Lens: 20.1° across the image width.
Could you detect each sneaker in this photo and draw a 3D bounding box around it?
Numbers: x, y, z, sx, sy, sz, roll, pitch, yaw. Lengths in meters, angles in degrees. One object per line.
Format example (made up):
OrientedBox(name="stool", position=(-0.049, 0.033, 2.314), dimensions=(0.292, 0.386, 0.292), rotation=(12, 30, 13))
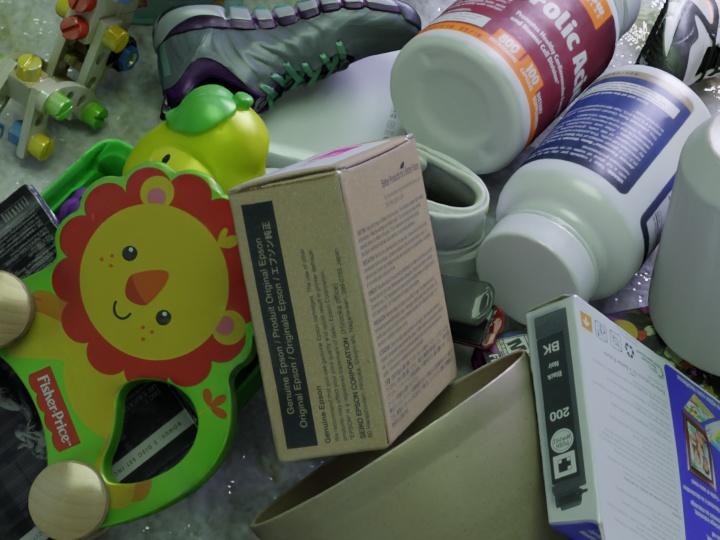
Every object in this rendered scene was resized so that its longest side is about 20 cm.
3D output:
OrientedBox(name="sneaker", position=(-0.004, -0.056, 1.426), dimensions=(0.199, 0.116, 0.074), rotation=(15, 55, 6))
OrientedBox(name="sneaker", position=(0.262, -0.179, 1.550), dimensions=(0.080, 0.074, 0.200), rotation=(29, 33, 5))
OrientedBox(name="sneaker", position=(-0.052, -0.148, 1.494), dimensions=(0.199, 0.074, 0.088), rotation=(-4, 67, 1))

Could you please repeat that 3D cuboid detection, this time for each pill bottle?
OrientedBox(name="pill bottle", position=(0.164, -0.049, 1.433), dimensions=(0.111, 0.111, 0.200), rotation=(30, 49, 15))
OrientedBox(name="pill bottle", position=(0.120, -0.166, 1.495), dimensions=(0.114, 0.114, 0.200), rotation=(32, 49, 16))

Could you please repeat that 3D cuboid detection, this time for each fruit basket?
OrientedBox(name="fruit basket", position=(-0.123, -0.016, 1.327), dimensions=(0.215, 0.216, 0.156), rotation=(32, 56, 16))

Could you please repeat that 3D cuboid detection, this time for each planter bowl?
OrientedBox(name="planter bowl", position=(0.050, 0.158, 1.242), dimensions=(0.200, 0.200, 0.135), rotation=(-31, 90, -27))

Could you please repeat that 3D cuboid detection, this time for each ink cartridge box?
OrientedBox(name="ink cartridge box", position=(-0.006, 0.012, 1.243), dimensions=(0.075, 0.166, 0.200), rotation=(-10, 6, 16))
OrientedBox(name="ink cartridge box", position=(0.177, 0.141, 1.229), dimensions=(0.043, 0.198, 0.201), rotation=(-26, 49, 29))

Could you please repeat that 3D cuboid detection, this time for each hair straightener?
OrientedBox(name="hair straightener", position=(0.000, 0.000, 1.388), dimensions=(0.199, 0.077, 0.041), rotation=(18, 67, 22))

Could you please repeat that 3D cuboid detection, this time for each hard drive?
OrientedBox(name="hard drive", position=(-0.013, -0.119, 1.526), dimensions=(0.199, 0.027, 0.132), rotation=(15, 53, 3))

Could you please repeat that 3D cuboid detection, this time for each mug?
OrientedBox(name="mug", position=(0.274, -0.043, 1.375), dimensions=(0.149, 0.154, 0.187), rotation=(8, 45, 15))

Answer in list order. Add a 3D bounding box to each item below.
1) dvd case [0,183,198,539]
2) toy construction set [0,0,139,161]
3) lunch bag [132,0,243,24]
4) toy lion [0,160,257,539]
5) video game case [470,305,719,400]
OrientedBox(name="dvd case", position=(-0.210, 0.068, 1.289), dimensions=(0.148, 0.016, 0.200), rotation=(-38, 79, 7))
OrientedBox(name="toy construction set", position=(-0.200, -0.175, 1.455), dimensions=(0.092, 0.200, 0.131), rotation=(47, 30, 11))
OrientedBox(name="lunch bag", position=(-0.123, -0.308, 1.561), dimensions=(0.121, 0.171, 0.201), rotation=(11, 56, 3))
OrientedBox(name="toy lion", position=(-0.134, 0.043, 1.241), dimensions=(0.191, 0.069, 0.201), rotation=(-22, 82, 2))
OrientedBox(name="video game case", position=(0.190, 0.117, 1.370), dimensions=(0.180, 0.036, 0.201), rotation=(-9, 55, -15))
